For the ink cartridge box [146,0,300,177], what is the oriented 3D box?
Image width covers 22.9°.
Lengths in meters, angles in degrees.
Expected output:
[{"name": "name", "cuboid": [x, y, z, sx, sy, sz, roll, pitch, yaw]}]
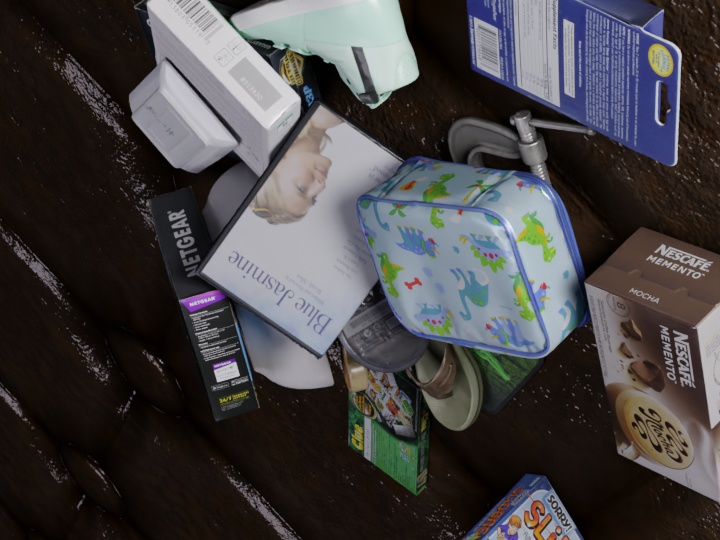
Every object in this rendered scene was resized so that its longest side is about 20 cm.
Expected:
[{"name": "ink cartridge box", "cuboid": [-0.124, -0.171, 1.642, 0.161, 0.050, 0.200, 46, 171, 7]}]

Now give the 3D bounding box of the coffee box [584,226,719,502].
[{"name": "coffee box", "cuboid": [0.261, 0.077, 1.442, 0.113, 0.080, 0.200, 25, 144, 39]}]

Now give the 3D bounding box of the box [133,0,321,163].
[{"name": "box", "cuboid": [-0.117, -0.176, 1.705, 0.200, 0.046, 0.159, 25, 144, 39]}]

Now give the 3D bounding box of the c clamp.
[{"name": "c clamp", "cuboid": [0.141, -0.056, 1.505, 0.171, 0.027, 0.200, 22, 141, 40]}]

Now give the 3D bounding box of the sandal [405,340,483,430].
[{"name": "sandal", "cuboid": [0.067, 0.078, 1.729, 0.080, 0.057, 0.201, 22, 140, 37]}]

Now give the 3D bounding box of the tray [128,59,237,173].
[{"name": "tray", "cuboid": [-0.182, -0.143, 1.744, 0.107, 0.022, 0.200, 50, 164, -7]}]

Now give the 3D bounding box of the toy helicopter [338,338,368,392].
[{"name": "toy helicopter", "cuboid": [-0.022, 0.023, 1.764, 0.132, 0.079, 0.200, -134, 33, -70]}]

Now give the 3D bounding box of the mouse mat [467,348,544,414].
[{"name": "mouse mat", "cuboid": [0.085, 0.046, 1.734, 0.200, 0.008, 0.161, 46, 152, 9]}]

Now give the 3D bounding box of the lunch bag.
[{"name": "lunch bag", "cuboid": [0.096, -0.009, 1.514, 0.200, 0.082, 0.161, 8, 127, 49]}]

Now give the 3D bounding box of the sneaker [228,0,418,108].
[{"name": "sneaker", "cuboid": [-0.033, -0.188, 1.536, 0.200, 0.074, 0.118, 1, 120, 51]}]

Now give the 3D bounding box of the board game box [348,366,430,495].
[{"name": "board game box", "cuboid": [0.030, 0.156, 1.929, 0.105, 0.023, 0.200, 33, 147, 24]}]

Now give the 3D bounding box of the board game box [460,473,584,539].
[{"name": "board game box", "cuboid": [0.182, 0.326, 1.802, 0.034, 0.135, 0.200, -4, 122, 57]}]

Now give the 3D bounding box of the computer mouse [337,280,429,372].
[{"name": "computer mouse", "cuboid": [0.000, 0.000, 1.662, 0.200, 0.138, 0.053, 63, -178, -11]}]

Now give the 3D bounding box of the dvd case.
[{"name": "dvd case", "cuboid": [-0.038, -0.037, 1.611, 0.143, 0.200, 0.018, 34, -166, -7]}]

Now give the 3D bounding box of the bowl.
[{"name": "bowl", "cuboid": [-0.099, 0.009, 1.785, 0.200, 0.075, 0.200, 77, 174, -45]}]

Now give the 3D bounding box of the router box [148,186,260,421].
[{"name": "router box", "cuboid": [-0.156, 0.031, 1.758, 0.200, 0.051, 0.149, -116, 11, -55]}]

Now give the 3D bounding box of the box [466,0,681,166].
[{"name": "box", "cuboid": [0.164, -0.165, 1.333, 0.200, 0.032, 0.121, 32, 148, 31]}]
